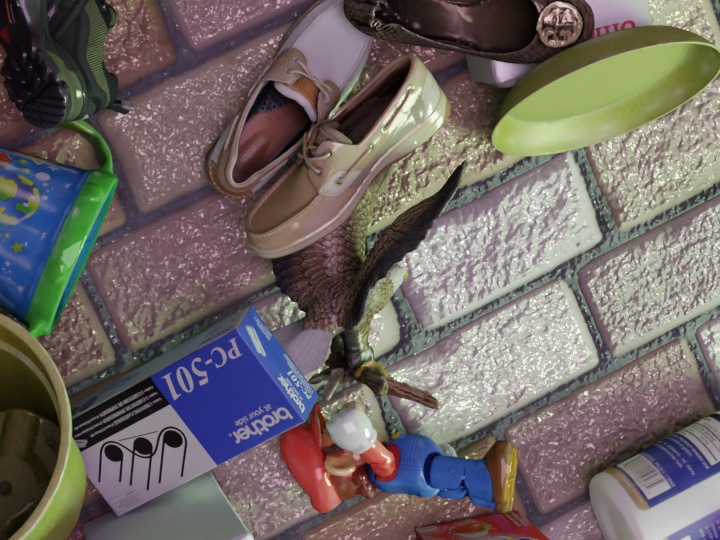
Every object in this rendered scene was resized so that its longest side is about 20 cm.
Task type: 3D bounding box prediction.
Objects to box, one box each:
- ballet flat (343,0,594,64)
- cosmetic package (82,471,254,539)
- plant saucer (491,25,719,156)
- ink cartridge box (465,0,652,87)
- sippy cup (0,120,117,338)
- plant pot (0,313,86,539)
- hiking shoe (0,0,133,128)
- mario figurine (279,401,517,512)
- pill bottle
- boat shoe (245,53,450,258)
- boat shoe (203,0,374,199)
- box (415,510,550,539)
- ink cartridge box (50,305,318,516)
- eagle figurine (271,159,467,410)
[{"bbox_3d":[0.084,-0.200,1.346,0.199,0.046,0.068,8,105,7],"label":"ballet flat"},{"bbox_3d":[-0.124,0.290,1.360,0.123,0.199,0.200,-22,102,-10],"label":"cosmetic package"},{"bbox_3d":[0.197,-0.150,1.395,0.199,0.200,0.031,-15,75,-12],"label":"plant saucer"},{"bbox_3d":[0.148,-0.264,1.410,0.145,0.083,0.201,-14,101,-11],"label":"ink cartridge box"},{"bbox_3d":[-0.273,-0.036,1.319,0.130,0.178,0.140,23,127,-6],"label":"sippy cup"},{"bbox_3d":[-0.290,0.146,1.273,0.200,0.184,0.201,-2,72,5],"label":"plant pot"},{"bbox_3d":[-0.245,-0.207,1.333,0.101,0.076,0.200,-12,83,-52],"label":"hiking shoe"},{"bbox_3d":[0.032,0.145,1.425,0.199,0.106,0.124,6,128,7],"label":"mario figurine"},{"bbox_3d":[0.314,0.191,1.499,0.200,0.120,0.120,-25,103,-9],"label":"pill bottle"},{"bbox_3d":[-0.020,-0.092,1.354,0.200,0.072,0.065,-40,134,0],"label":"boat shoe"},{"bbox_3d":[-0.050,-0.141,1.385,0.075,0.068,0.200,34,87,-14],"label":"boat shoe"},{"bbox_3d":[0.122,0.279,1.421,0.099,0.200,0.096,-9,102,-13],"label":"box"},{"bbox_3d":[-0.141,0.114,1.359,0.200,0.044,0.094,-29,105,26],"label":"ink cartridge box"},{"bbox_3d":[0.002,-0.002,1.393,0.151,0.151,0.201,5,108,0],"label":"eagle figurine"}]
